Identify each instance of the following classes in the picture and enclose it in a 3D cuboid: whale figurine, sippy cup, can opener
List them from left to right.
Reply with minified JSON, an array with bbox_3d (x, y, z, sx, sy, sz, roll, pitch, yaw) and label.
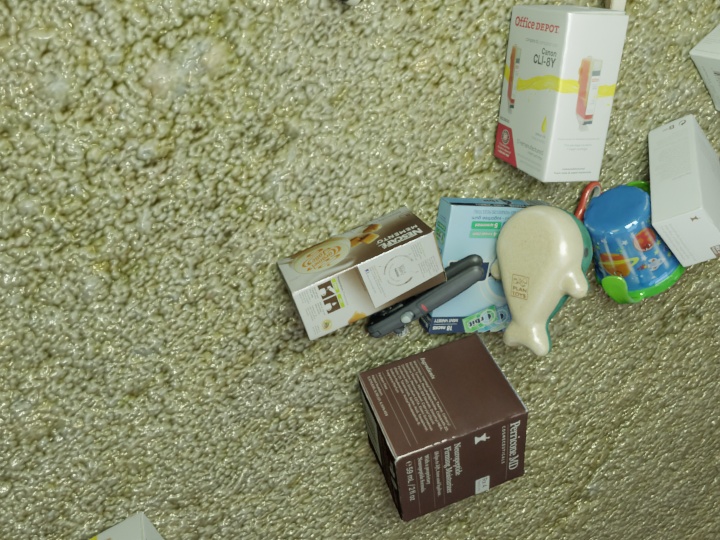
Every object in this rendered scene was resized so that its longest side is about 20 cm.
[{"bbox_3d":[0.086,0.038,0.970,0.199,0.064,0.079,-26,126,26],"label":"can opener"},{"bbox_3d":[0.253,0.013,0.953,0.103,0.159,0.202,1,98,-39],"label":"whale figurine"},{"bbox_3d":[0.395,-0.049,1.020,0.139,0.178,0.130,-30,125,14],"label":"sippy cup"}]

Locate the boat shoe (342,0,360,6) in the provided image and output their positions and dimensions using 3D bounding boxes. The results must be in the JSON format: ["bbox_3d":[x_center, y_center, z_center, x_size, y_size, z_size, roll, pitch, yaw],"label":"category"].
[{"bbox_3d":[0.006,-0.405,0.775,0.062,0.073,0.201,14,112,-27],"label":"boat shoe"}]

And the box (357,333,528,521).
[{"bbox_3d":[0.119,0.230,1.026,0.199,0.165,0.167,-17,131,-10],"label":"box"}]

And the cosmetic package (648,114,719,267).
[{"bbox_3d":[0.465,-0.116,0.986,0.074,0.201,0.102,-22,126,40],"label":"cosmetic package"}]

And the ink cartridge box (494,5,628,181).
[{"bbox_3d":[0.248,-0.230,0.885,0.083,0.145,0.201,-3,114,-15],"label":"ink cartridge box"}]

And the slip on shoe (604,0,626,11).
[{"bbox_3d":[0.316,-0.422,0.881,0.060,0.076,0.201,6,128,22],"label":"slip on shoe"}]

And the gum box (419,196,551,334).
[{"bbox_3d":[0.186,-0.005,1.029,0.169,0.045,0.201,-1,112,-19],"label":"gum box"}]

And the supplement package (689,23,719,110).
[{"bbox_3d":[0.599,-0.327,0.982,0.200,0.117,0.117,-42,118,4],"label":"supplement package"}]

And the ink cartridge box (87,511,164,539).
[{"bbox_3d":[-0.378,0.477,1.033,0.199,0.083,0.146,-27,119,-5],"label":"ink cartridge box"}]

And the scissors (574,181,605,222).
[{"bbox_3d":[0.311,-0.048,1.037,0.200,0.014,0.073,-52,136,-9],"label":"scissors"}]

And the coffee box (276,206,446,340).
[{"bbox_3d":[0.000,0.000,0.930,0.199,0.114,0.080,-23,118,-7],"label":"coffee box"}]
